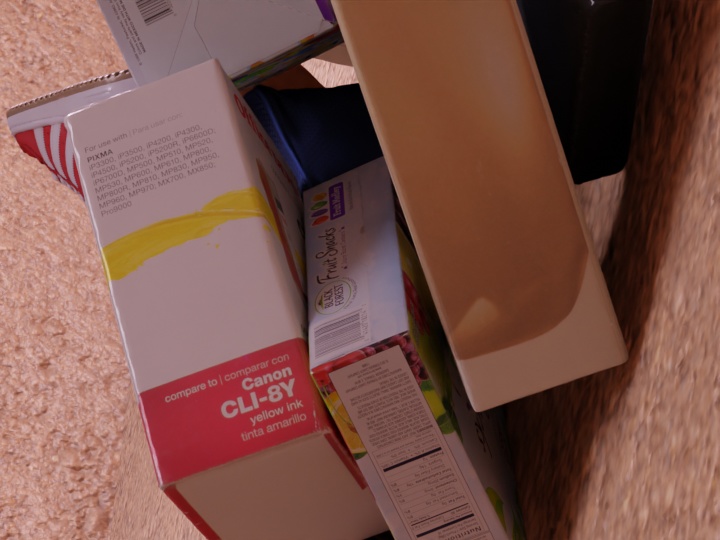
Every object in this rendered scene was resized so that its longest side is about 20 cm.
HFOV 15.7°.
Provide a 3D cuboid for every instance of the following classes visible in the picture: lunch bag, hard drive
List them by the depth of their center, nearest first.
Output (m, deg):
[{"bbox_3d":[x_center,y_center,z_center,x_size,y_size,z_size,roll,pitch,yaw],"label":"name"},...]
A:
[{"bbox_3d":[0.073,-0.155,1.146,0.140,0.033,0.200,90,162,-60],"label":"hard drive"},{"bbox_3d":[0.000,0.000,1.421,0.136,0.132,0.200,-114,30,-41],"label":"lunch bag"}]

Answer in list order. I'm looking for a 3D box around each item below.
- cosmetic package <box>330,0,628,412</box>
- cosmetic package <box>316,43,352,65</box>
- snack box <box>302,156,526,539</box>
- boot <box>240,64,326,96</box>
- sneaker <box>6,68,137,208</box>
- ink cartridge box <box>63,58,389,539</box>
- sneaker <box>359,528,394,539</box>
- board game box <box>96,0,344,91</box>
[{"bbox_3d":[0.045,-0.054,1.102,0.105,0.071,0.200,-104,-5,-73],"label":"cosmetic package"},{"bbox_3d":[0.011,-0.200,1.610,0.200,0.105,0.071,126,153,-65],"label":"cosmetic package"},{"bbox_3d":[0.024,0.051,1.210,0.200,0.053,0.142,-94,-19,-65],"label":"snack box"},{"bbox_3d":[-0.081,-0.048,1.526,0.077,0.155,0.200,-10,48,54],"label":"boot"},{"bbox_3d":[-0.134,-0.050,1.438,0.200,0.071,0.113,-7,101,65],"label":"sneaker"},{"bbox_3d":[-0.060,0.023,1.220,0.145,0.083,0.200,58,-167,-63],"label":"ink cartridge box"},{"bbox_3d":[0.037,0.134,1.299,0.200,0.070,0.076,-88,-6,-61],"label":"sneaker"},{"bbox_3d":[-0.060,-0.151,1.321,0.105,0.103,0.200,64,-169,-3],"label":"board game box"}]
